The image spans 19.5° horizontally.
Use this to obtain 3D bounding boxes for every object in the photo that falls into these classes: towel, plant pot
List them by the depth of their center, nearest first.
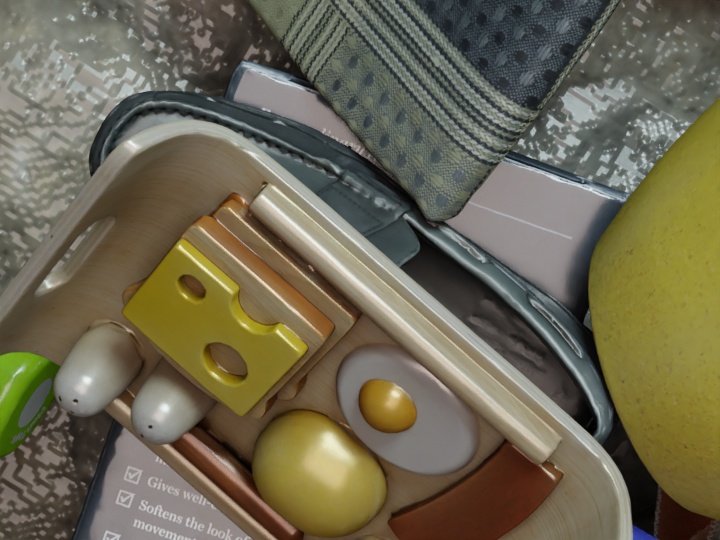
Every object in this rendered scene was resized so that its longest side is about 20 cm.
[{"bbox_3d":[0.160,0.011,0.691,0.142,0.200,0.200,-21,94,26],"label":"plant pot"},{"bbox_3d":[0.031,-0.146,0.704,0.193,0.035,0.200,-56,51,26],"label":"towel"}]

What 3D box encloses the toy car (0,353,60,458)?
[{"bbox_3d":[-0.235,0.076,0.781,0.164,0.158,0.200,31,106,10],"label":"toy car"}]

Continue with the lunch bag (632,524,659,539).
[{"bbox_3d":[0.102,0.181,0.724,0.150,0.094,0.200,30,124,34],"label":"lunch bag"}]

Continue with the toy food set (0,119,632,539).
[{"bbox_3d":[-0.027,0.058,0.668,0.200,0.060,0.144,41,136,-3],"label":"toy food set"}]

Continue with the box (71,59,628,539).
[{"bbox_3d":[-0.006,0.038,0.789,0.148,0.107,0.200,20,95,-1],"label":"box"}]

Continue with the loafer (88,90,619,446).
[{"bbox_3d":[0.000,0.000,0.698,0.200,0.070,0.068,31,93,-2],"label":"loafer"}]

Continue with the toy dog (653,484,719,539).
[{"bbox_3d":[0.161,0.122,0.766,0.200,0.096,0.132,-33,63,9],"label":"toy dog"}]
